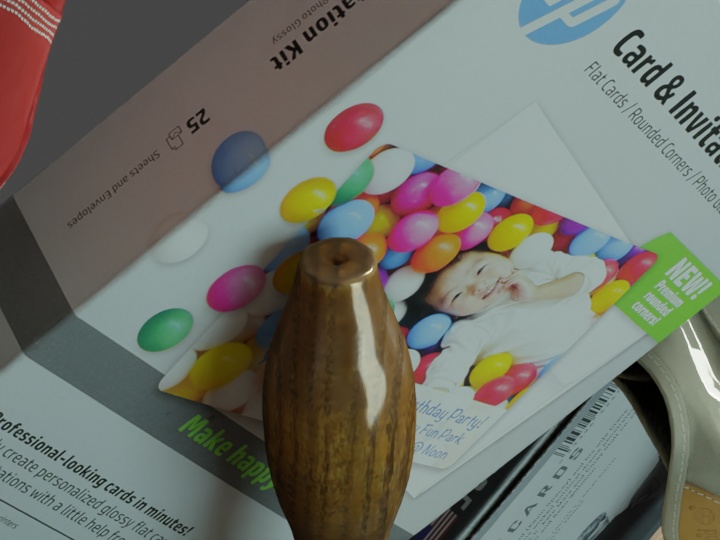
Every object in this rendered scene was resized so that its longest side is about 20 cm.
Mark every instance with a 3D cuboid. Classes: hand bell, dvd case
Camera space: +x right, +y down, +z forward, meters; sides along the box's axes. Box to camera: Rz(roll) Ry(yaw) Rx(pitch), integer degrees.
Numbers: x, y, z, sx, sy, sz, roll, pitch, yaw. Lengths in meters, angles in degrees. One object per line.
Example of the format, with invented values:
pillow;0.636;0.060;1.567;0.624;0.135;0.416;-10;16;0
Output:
hand bell;-0.005;0.077;0.654;0.104;0.104;0.201;-42;143;-40
dvd case;0.047;0.084;0.884;0.150;0.025;0.200;-51;161;5

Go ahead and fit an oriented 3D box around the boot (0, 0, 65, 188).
boot;-0.079;-0.085;0.486;0.145;0.072;0.200;-59;166;-6

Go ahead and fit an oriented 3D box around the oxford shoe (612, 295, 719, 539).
oxford shoe;0.073;-0.010;0.766;0.058;0.200;0.075;-20;148;3

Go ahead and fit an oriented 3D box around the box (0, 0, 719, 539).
box;0.000;0.000;0.652;0.200;0.041;0.156;-39;146;8
